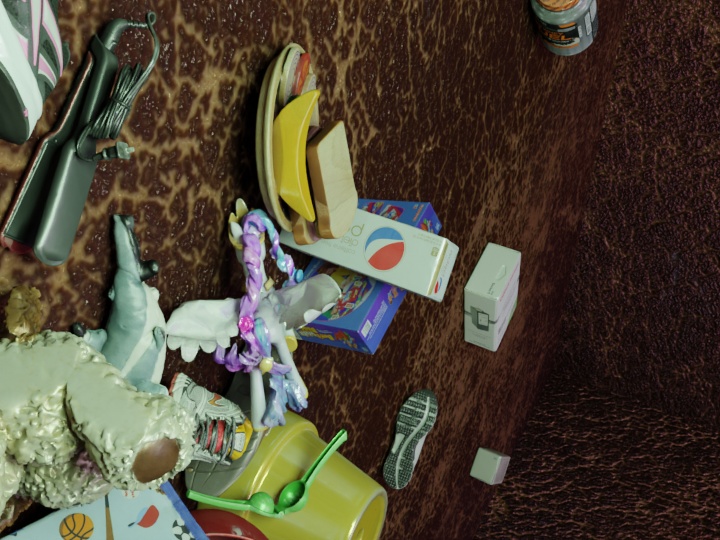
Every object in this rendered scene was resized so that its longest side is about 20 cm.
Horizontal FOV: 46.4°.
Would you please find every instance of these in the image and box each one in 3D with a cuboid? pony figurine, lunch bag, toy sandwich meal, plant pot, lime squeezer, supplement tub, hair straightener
[{"bbox_3d":[-0.100,0.051,0.830,0.194,0.163,0.204,-108,-171,-62],"label":"pony figurine"},{"bbox_3d":[-0.226,0.293,0.713,0.168,0.124,0.202,-19,143,-39],"label":"lunch bag"},{"bbox_3d":[-0.049,-0.125,0.855,0.205,0.069,0.210,4,90,-79],"label":"toy sandwich meal"},{"bbox_3d":[-0.075,0.295,1.043,0.201,0.186,0.204,-48,149,-43],"label":"plant pot"},{"bbox_3d":[-0.095,0.243,0.927,0.197,0.038,0.072,-15,125,-30],"label":"lime squeezer"},{"bbox_3d":[0.395,-0.512,1.627,0.125,0.120,0.200,-69,158,-3],"label":"supplement tub"},{"bbox_3d":[-0.184,-0.097,0.603,0.203,0.076,0.041,-67,156,-11],"label":"hair straightener"}]

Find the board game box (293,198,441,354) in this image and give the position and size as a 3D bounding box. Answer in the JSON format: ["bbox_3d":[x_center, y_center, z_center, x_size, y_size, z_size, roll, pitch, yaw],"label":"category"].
[{"bbox_3d":[0.000,0.000,1.050,0.202,0.132,0.045,-60,136,-27],"label":"board game box"}]

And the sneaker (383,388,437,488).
[{"bbox_3d":[0.097,0.330,1.676,0.080,0.072,0.203,34,79,-83],"label":"sneaker"}]

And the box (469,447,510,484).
[{"bbox_3d":[0.411,0.616,2.648,0.097,0.076,0.200,-68,159,-7],"label":"box"}]

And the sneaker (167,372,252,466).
[{"bbox_3d":[-0.151,0.151,0.829,0.200,0.081,0.079,57,53,-81],"label":"sneaker"}]

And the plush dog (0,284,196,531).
[{"bbox_3d":[-0.227,0.121,0.625,0.196,0.163,0.173,-16,150,-16],"label":"plush dog"}]

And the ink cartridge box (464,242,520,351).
[{"bbox_3d":[0.299,0.061,1.911,0.147,0.083,0.202,-58,155,-32],"label":"ink cartridge box"}]

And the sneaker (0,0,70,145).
[{"bbox_3d":[-0.219,-0.179,0.479,0.202,0.079,0.087,96,12,-48],"label":"sneaker"}]

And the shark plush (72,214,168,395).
[{"bbox_3d":[-0.203,0.060,0.707,0.082,0.091,0.204,-1,118,-34],"label":"shark plush"}]

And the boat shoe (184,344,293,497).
[{"bbox_3d":[-0.130,0.172,0.964,0.202,0.075,0.072,-60,162,-17],"label":"boat shoe"}]

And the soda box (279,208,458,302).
[{"bbox_3d":[0.008,-0.030,0.963,0.069,0.197,0.064,-70,158,-1],"label":"soda box"}]

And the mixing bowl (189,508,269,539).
[{"bbox_3d":[-0.166,0.333,0.897,0.109,0.196,0.204,-122,-139,-66],"label":"mixing bowl"}]
